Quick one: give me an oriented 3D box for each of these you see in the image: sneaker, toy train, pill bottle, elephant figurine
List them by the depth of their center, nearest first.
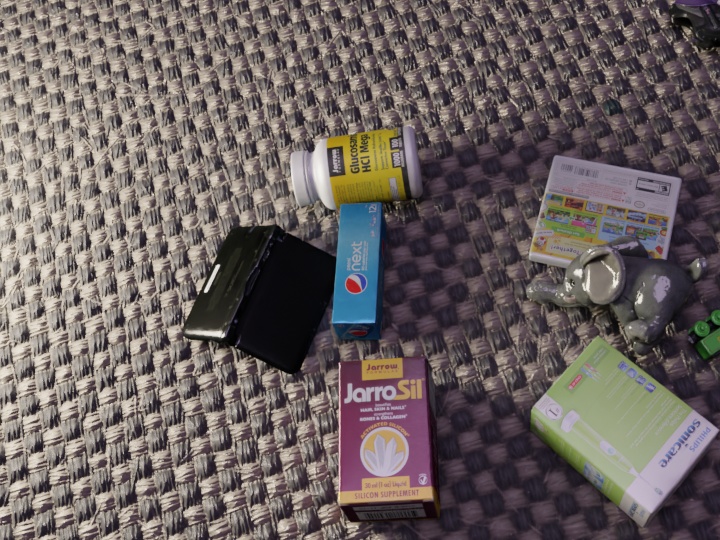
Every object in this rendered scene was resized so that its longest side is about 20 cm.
[{"bbox_3d":[0.351,0.013,1.358,0.199,0.142,0.156,38,80,20],"label":"elephant figurine"},{"bbox_3d":[0.549,0.057,1.363,0.198,0.042,0.057,-31,72,-7],"label":"toy train"},{"bbox_3d":[-0.006,-0.157,1.523,0.197,0.113,0.114,-8,62,5],"label":"pill bottle"},{"bbox_3d":[0.588,-0.383,1.572,0.087,0.076,0.200,-43,60,3],"label":"sneaker"}]

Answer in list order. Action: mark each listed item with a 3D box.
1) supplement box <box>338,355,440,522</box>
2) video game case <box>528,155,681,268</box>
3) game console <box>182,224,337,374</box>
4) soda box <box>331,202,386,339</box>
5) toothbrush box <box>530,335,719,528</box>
[{"bbox_3d":[0.039,0.231,1.324,0.129,0.104,0.203,-6,62,7],"label":"supplement box"},{"bbox_3d":[0.372,-0.078,1.471,0.197,0.023,0.184,13,66,15],"label":"video game case"},{"bbox_3d":[-0.153,0.043,1.500,0.174,0.116,0.202,0,58,44],"label":"game console"},{"bbox_3d":[0.000,0.000,1.470,0.067,0.064,0.203,-1,63,9],"label":"soda box"},{"bbox_3d":[0.346,0.213,1.291,0.199,0.086,0.146,39,75,25],"label":"toothbrush box"}]
